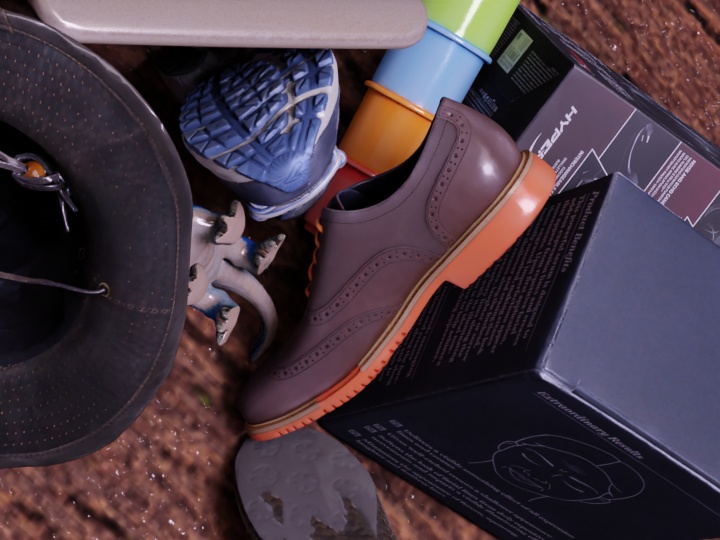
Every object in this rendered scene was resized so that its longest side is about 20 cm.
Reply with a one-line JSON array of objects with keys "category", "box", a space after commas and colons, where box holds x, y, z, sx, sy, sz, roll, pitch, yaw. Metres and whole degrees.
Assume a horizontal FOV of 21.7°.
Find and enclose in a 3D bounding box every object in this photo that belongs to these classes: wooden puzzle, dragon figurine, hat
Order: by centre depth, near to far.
[{"category": "hat", "box": [-0.150, -0.025, 0.728, 0.200, 0.201, 0.081, 39, 25, -18]}, {"category": "wooden puzzle", "box": [-0.092, -0.140, 0.849, 0.184, 0.200, 0.037, -3, 110, -31]}, {"category": "dragon figurine", "box": [-0.094, -0.016, 0.857, 0.099, 0.200, 0.059, 28, 86, 20]}]

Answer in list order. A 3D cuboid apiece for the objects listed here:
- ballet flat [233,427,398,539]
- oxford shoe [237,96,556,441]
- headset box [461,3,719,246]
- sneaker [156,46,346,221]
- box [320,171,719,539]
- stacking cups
[{"category": "ballet flat", "box": [0.002, 0.146, 0.872, 0.067, 0.200, 0.047, -28, 139, -20]}, {"category": "oxford shoe", "box": [0.000, 0.000, 0.888, 0.072, 0.200, 0.071, 40, 20, -11]}, {"category": "headset box", "box": [0.144, -0.046, 0.982, 0.199, 0.149, 0.077, 34, 103, -22]}, {"category": "sneaker", "box": [-0.036, -0.062, 0.871, 0.077, 0.200, 0.085, -29, 112, 1]}, {"category": "box", "box": [0.101, 0.054, 0.911, 0.148, 0.200, 0.108, 34, 65, -21]}, {"category": "stacking cups", "box": [0.030, -0.103, 0.949, 0.060, 0.061, 0.201, 29, 95, -22]}]
